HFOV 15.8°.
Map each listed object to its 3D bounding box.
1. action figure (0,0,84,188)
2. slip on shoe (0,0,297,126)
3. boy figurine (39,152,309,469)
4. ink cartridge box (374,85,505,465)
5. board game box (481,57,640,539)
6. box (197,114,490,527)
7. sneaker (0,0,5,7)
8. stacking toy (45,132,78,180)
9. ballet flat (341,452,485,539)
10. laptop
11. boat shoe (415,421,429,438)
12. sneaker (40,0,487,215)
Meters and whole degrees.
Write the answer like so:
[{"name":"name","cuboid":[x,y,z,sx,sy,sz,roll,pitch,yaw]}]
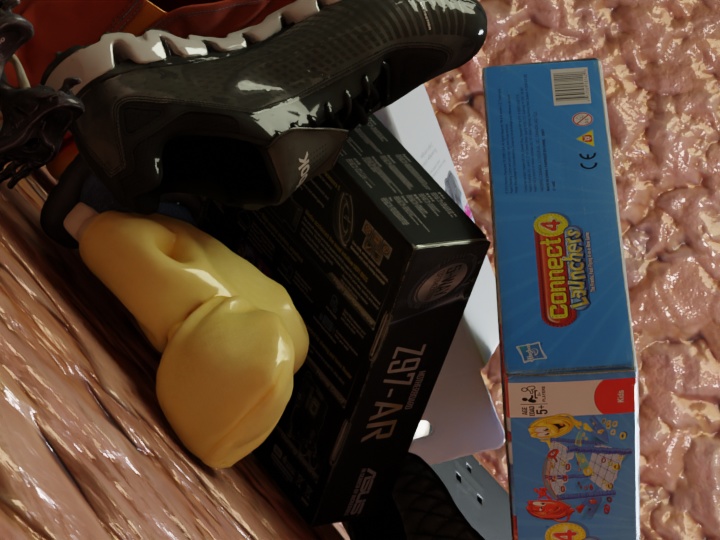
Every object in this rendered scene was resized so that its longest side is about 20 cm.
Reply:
[{"name":"action figure","cuboid":[-0.188,-0.134,1.081,0.119,0.102,0.200,41,22,-59]},{"name":"slip on shoe","cuboid":[-0.108,-0.114,1.159,0.061,0.199,0.074,86,-12,-45]},{"name":"boy figurine","cuboid":[-0.070,0.017,1.109,0.124,0.064,0.200,34,11,-35]},{"name":"ink cartridge box","cuboid":[0.000,0.000,1.326,0.201,0.115,0.068,69,23,-15]},{"name":"board game box","cuboid":[0.091,0.043,1.177,0.200,0.056,0.196,-91,176,-47]},{"name":"box","cuboid":[-0.034,-0.007,1.206,0.043,0.161,0.200,-6,40,-36]},{"name":"sneaker","cuboid":[-0.154,-0.146,1.435,0.199,0.077,0.078,19,43,-22]},{"name":"stacking toy","cuboid":[-0.104,-0.039,1.366,0.200,0.110,0.116,60,-4,-6]},{"name":"ballet flat","cuboid":[0.019,0.128,1.206,0.200,0.057,0.067,-144,-138,-70]},{"name":"laptop","cuboid":[0.028,0.150,1.641,0.177,0.103,0.200,46,28,-30]},{"name":"boat shoe","cuboid":[-0.030,0.020,1.429,0.065,0.072,0.200,-32,90,-45]},{"name":"sneaker","cuboid":[-0.030,-0.068,1.110,0.067,0.199,0.091,102,-32,-53]}]
